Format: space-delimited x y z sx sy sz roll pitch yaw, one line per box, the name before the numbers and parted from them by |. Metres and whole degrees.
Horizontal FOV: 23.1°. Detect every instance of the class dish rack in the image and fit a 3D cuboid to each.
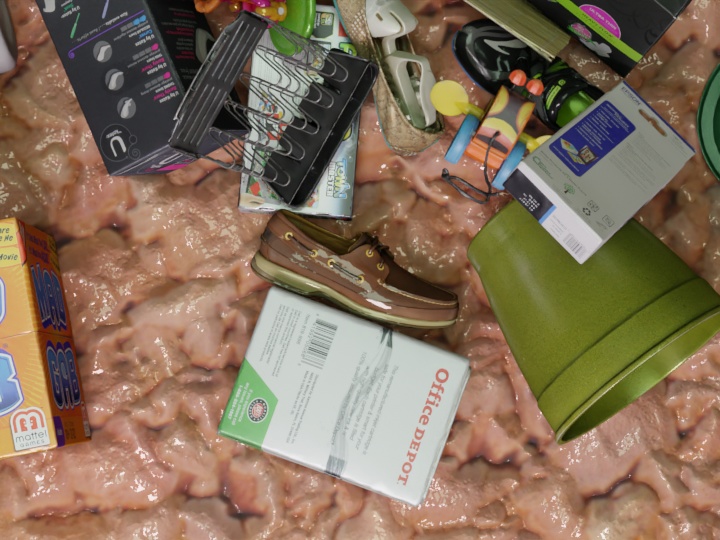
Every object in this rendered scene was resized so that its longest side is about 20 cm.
dish rack | -0.080 -0.145 1.550 0.054 0.200 0.154 33 99 27

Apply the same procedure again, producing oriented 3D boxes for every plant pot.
plant pot | 0.200 0.021 1.593 0.200 0.200 0.193 -36 75 -3

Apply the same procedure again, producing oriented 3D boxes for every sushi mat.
sushi mat | 0.110 -0.266 1.654 0.200 0.096 0.012 35 118 2

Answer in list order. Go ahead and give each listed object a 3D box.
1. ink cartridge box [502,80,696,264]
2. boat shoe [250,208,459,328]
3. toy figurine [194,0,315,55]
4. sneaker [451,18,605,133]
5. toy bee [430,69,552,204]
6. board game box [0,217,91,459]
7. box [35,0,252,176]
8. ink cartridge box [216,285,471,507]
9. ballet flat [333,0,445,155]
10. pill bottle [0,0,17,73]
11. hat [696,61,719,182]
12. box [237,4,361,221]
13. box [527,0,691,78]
ink cartridge box | 0.213 -0.090 1.548 0.099 0.039 0.200 45 44 8
boat shoe | 0.000 0.000 1.632 0.199 0.072 0.068 19 106 2
toy figurine | -0.135 -0.293 1.564 0.183 0.150 0.201 -3 101 -32
sneaker | 0.176 -0.173 1.647 0.199 0.083 0.071 37 86 2
toy bee | 0.133 -0.126 1.579 0.131 0.200 0.109 24 105 -22
board game box | -0.367 0.077 1.568 0.199 0.200 0.201 -11 86 -1
box | -0.201 -0.197 1.615 0.106 0.122 0.201 -25 85 20
ink cartridge box | -0.013 0.117 1.626 0.199 0.083 0.147 21 86 2
ballet flat | 0.033 -0.205 1.634 0.070 0.065 0.201 -38 113 -42
pill bottle | -0.428 -0.216 1.633 0.199 0.112 0.113 -15 86 -1
hat | 0.413 -0.160 1.600 0.165 0.176 0.200 33 86 2
box | -0.053 -0.151 1.668 0.110 0.035 0.201 5 86 0
box | 0.220 -0.304 1.614 0.200 0.149 0.124 39 71 3
